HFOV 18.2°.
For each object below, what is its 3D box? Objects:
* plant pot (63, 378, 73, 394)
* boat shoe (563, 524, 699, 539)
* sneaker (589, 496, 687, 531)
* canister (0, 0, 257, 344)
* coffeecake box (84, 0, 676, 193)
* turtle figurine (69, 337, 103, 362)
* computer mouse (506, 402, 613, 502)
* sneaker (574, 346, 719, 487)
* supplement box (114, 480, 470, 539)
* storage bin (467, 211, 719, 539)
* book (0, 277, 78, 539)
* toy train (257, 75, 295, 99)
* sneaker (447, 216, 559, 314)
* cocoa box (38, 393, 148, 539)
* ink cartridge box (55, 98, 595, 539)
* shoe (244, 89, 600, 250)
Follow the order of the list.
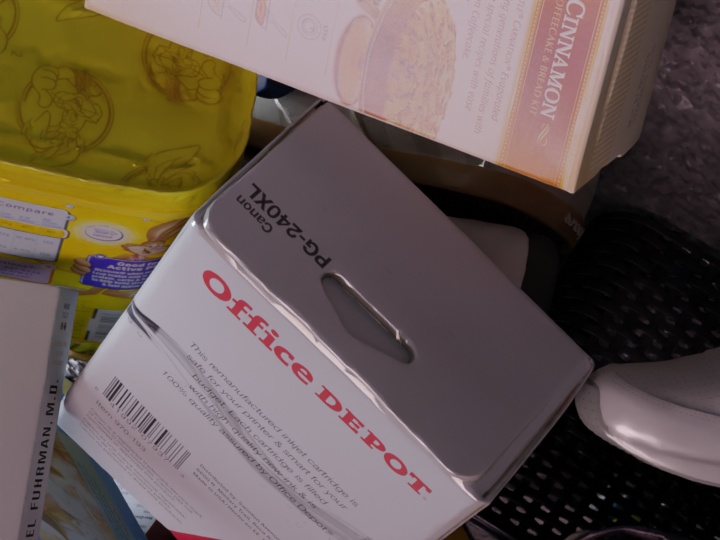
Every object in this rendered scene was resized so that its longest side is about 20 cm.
[{"bbox_3d":[-0.221,0.160,1.287,0.200,0.142,0.200,22,142,18],"label":"plant pot"},{"bbox_3d":[0.078,0.138,0.944,0.200,0.075,0.093,11,131,18],"label":"boat shoe"},{"bbox_3d":[0.167,0.171,1.060,0.200,0.131,0.080,19,137,-41],"label":"sneaker"},{"bbox_3d":[-0.134,-0.042,0.935,0.148,0.087,0.200,12,158,-10],"label":"canister"},{"bbox_3d":[0.015,-0.137,0.789,0.200,0.073,0.154,22,118,18],"label":"coffeecake box"},{"bbox_3d":[-0.147,0.017,1.073,0.161,0.200,0.064,35,119,38],"label":"turtle figurine"},{"bbox_3d":[0.027,0.064,1.078,0.200,0.034,0.059,20,141,21],"label":"computer mouse"},{"bbox_3d":[0.175,0.038,0.848,0.200,0.070,0.080,1,110,-18],"label":"sneaker"},{"bbox_3d":[-0.071,0.192,1.155,0.197,0.200,0.133,0,131,38],"label":"supplement box"},{"bbox_3d":[0.150,0.085,0.955,0.200,0.094,0.135,31,143,5],"label":"storage bin"},{"bbox_3d":[-0.196,0.097,0.928,0.134,0.200,0.048,7,177,13],"label":"book"},{"bbox_3d":[0.005,-0.108,0.884,0.200,0.034,0.046,-18,88,42],"label":"toy train"},{"bbox_3d":[0.000,0.001,0.931,0.108,0.067,0.201,21,175,-17],"label":"sneaker"},{"bbox_3d":[-0.189,0.133,1.052,0.133,0.131,0.200,37,-170,-43],"label":"cocoa box"},{"bbox_3d":[-0.020,0.047,0.876,0.145,0.083,0.200,44,147,1],"label":"ink cartridge box"},{"bbox_3d":[0.013,-0.057,0.949,0.200,0.053,0.070,16,170,30],"label":"shoe"}]
